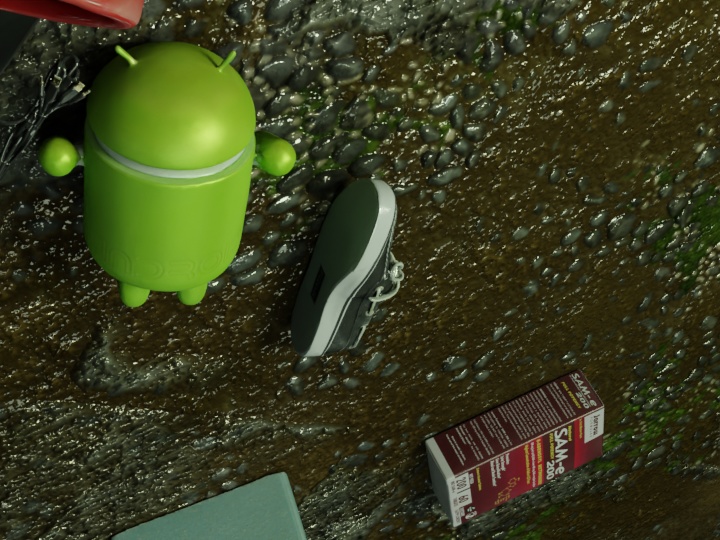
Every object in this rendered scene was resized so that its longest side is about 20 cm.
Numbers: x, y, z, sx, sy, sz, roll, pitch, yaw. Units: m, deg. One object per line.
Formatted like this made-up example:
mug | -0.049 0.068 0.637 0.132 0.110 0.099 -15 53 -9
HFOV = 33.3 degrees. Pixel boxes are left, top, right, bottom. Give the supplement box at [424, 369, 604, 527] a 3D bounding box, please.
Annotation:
supplement box | 0.177 0.202 1.365 0.198 0.061 0.109 -24 140 -9

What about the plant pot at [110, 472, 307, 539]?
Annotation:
plant pot | -0.124 0.370 1.241 0.194 0.201 0.198 -19 141 -14

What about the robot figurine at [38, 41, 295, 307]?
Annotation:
robot figurine | -0.133 -0.068 0.833 0.173 0.117 0.202 -1 134 -15

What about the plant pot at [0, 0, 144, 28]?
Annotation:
plant pot | -0.185 -0.221 0.550 0.198 0.200 0.185 5 98 -36

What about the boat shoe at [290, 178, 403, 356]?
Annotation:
boat shoe | 0.001 0.002 1.027 0.067 0.074 0.201 0 133 -26

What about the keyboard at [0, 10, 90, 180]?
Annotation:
keyboard | -0.254 -0.114 0.761 0.127 0.021 0.200 36 111 -21
